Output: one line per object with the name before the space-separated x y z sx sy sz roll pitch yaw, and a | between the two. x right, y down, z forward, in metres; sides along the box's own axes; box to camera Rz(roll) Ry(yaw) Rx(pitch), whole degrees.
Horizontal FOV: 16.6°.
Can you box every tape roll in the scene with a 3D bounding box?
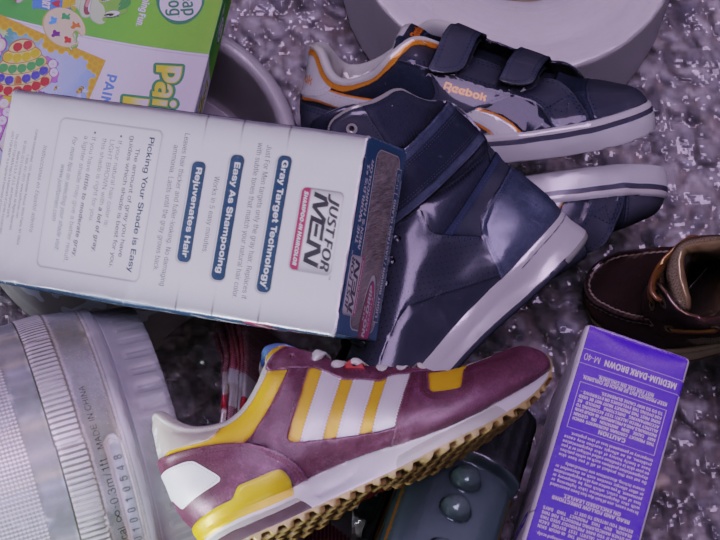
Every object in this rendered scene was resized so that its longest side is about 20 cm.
tape roll | 0.089 -0.188 1.472 0.201 0.071 0.204 2 64 -4

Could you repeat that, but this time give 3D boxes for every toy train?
toy train | 0.032 0.148 1.260 0.085 0.114 0.200 24 41 1

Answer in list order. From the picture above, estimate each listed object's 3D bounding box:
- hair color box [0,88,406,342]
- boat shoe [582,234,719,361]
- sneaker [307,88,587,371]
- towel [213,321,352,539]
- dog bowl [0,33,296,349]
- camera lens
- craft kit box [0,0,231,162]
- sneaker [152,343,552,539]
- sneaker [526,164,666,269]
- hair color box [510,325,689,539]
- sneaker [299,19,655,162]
hair color box | -0.084 -0.027 1.237 0.199 0.060 0.101 9 88 22
boat shoe | 0.190 0.007 1.332 0.199 0.072 0.072 12 62 50
sneaker | 0.000 0.000 1.277 0.202 0.077 0.146 -45 97 -14
towel | -0.041 0.139 1.275 0.023 0.144 0.201 -9 62 23
dog bowl | -0.123 -0.056 1.400 0.198 0.059 0.201 2 64 -3
camera lens | -0.193 0.114 1.256 0.199 0.160 0.161 -15 67 -11
craft kit box | -0.185 -0.100 1.361 0.196 0.049 0.201 12 64 -1
sneaker | -0.003 0.065 1.198 0.199 0.075 0.091 -24 78 -17
sneaker | 0.077 -0.012 1.376 0.198 0.078 0.080 -8 87 -7
hair color box | 0.111 0.144 1.294 0.064 0.109 0.201 19 65 3
sneaker | 0.061 -0.099 1.363 0.198 0.078 0.080 -4 101 10
